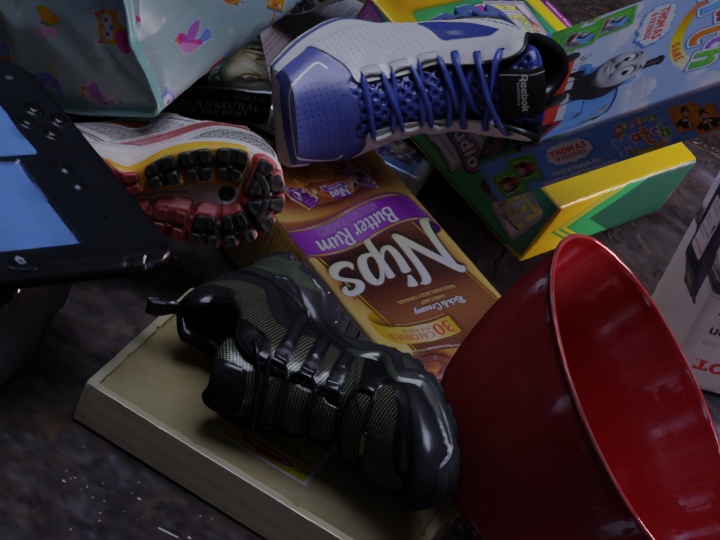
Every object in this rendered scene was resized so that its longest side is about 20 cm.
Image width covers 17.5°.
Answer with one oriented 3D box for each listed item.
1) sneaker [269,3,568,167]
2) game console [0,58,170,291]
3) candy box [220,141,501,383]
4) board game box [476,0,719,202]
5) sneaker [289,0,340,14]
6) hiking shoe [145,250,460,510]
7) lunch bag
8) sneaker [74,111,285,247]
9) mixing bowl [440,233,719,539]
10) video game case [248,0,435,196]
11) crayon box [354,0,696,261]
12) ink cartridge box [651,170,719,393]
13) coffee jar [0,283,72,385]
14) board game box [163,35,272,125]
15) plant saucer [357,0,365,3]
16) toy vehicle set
[{"bbox_3d":[0.050,-0.116,1.419,0.199,0.081,0.115,-18,20,-31],"label":"sneaker"},{"bbox_3d":[-0.217,-0.052,1.208,0.199,0.031,0.177,-8,42,-43],"label":"game console"},{"bbox_3d":[0.000,0.000,1.404,0.116,0.057,0.200,-6,44,-38],"label":"candy box"},{"bbox_3d":[0.181,-0.123,1.460,0.037,0.199,0.152,59,32,-25],"label":"board game box"},{"bbox_3d":[0.005,-0.215,1.606,0.199,0.078,0.086,-2,-1,40],"label":"sneaker"},{"bbox_3d":[-0.031,0.069,1.234,0.100,0.076,0.200,-16,40,-33],"label":"hiking shoe"},{"bbox_3d":[-0.164,-0.174,1.415,0.199,0.122,0.170,4,31,36],"label":"lunch bag"},{"bbox_3d":[-0.144,-0.052,1.357,0.199,0.078,0.082,2,23,-4],"label":"sneaker"},{"bbox_3d":[0.110,0.093,1.256,0.200,0.108,0.201,47,28,-35],"label":"mixing bowl"},{"bbox_3d":[-0.015,-0.135,1.617,0.182,0.023,0.200,26,32,5],"label":"video game case"},{"bbox_3d":[0.107,-0.112,1.594,0.172,0.058,0.200,-19,62,-48],"label":"crayon box"},{"bbox_3d":[0.287,-0.010,1.463,0.144,0.201,0.085,15,37,-12],"label":"ink cartridge box"},{"bbox_3d":[-0.259,-0.018,1.241,0.199,0.086,0.104,28,32,9],"label":"coffee jar"},{"bbox_3d":[-0.162,-0.148,1.512,0.199,0.028,0.136,3,37,-14],"label":"board game box"},{"bbox_3d":[0.025,-0.255,1.807,0.199,0.030,0.200,17,33,-11],"label":"plant saucer"},{"bbox_3d":[-0.042,0.093,1.272,0.199,0.027,0.124,31,34,11],"label":"toy vehicle set"}]
